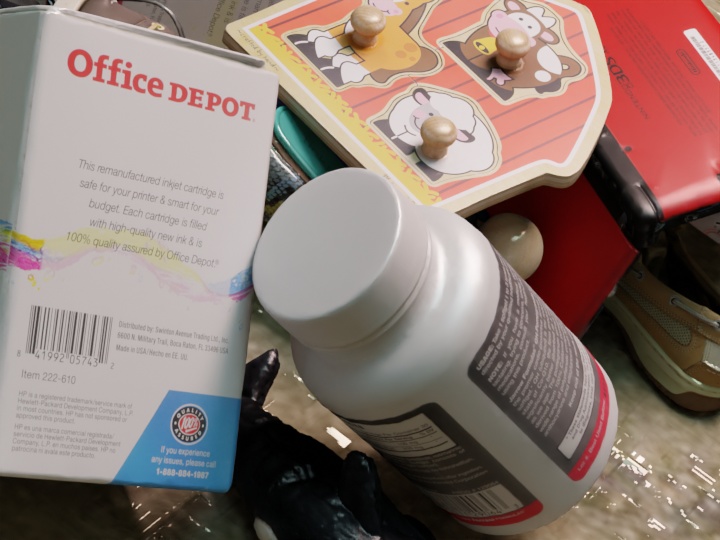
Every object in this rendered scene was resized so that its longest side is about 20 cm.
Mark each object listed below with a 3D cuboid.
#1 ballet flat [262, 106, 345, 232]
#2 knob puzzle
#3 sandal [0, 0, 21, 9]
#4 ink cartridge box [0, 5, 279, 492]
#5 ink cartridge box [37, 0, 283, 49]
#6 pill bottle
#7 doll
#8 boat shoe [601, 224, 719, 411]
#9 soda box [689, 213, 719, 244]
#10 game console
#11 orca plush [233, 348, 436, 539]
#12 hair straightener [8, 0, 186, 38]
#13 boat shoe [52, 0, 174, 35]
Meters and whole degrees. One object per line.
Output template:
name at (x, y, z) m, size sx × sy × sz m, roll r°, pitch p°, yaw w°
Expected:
ballet flat at (0.000, 0.000, 1.157) m, size 0.200 × 0.074 × 0.074 m, roll 48°, pitch 38°, yaw 0°
knob puzzle at (0.055, -0.118, 1.169) m, size 0.218 × 0.031 × 0.221 m, roll 6°, pitch 46°, yaw -7°
sandal at (-0.233, -0.148, 1.152) m, size 0.199 × 0.043 × 0.076 m, roll 20°, pitch 42°, yaw 7°
ink cartridge box at (-0.123, -0.008, 0.958) m, size 0.084 × 0.202 × 0.144 m, roll 4°, pitch -5°, yaw 44°
ink cartridge box at (-0.088, -0.203, 1.297) m, size 0.199 × 0.146 × 0.084 m, roll 9°, pitch 37°, yaw -23°
pill bottle at (0.035, 0.038, 1.021) m, size 0.200 × 0.110 × 0.111 m, roll 45°, pitch 17°, yaw -44°
doll at (0.019, -0.050, 1.209) m, size 0.200 × 0.049 × 0.136 m, roll 35°, pitch -6°, yaw 25°
boat shoe at (0.168, -0.010, 1.268) m, size 0.071 × 0.076 × 0.200 m, roll -15°, pitch 52°, yaw -41°
soda box at (0.236, -0.057, 1.315) m, size 0.068 × 0.064 × 0.200 m, roll 34°, pitch 13°, yaw 0°
game console at (0.143, -0.066, 1.240) m, size 0.171 × 0.119 × 0.201 m, roll -17°, pitch 50°, yaw -14°
orca plush at (-0.003, 0.106, 1.023) m, size 0.105 × 0.071 × 0.200 m, roll -1°, pitch 44°, yaw -33°
hair straightener at (-0.181, -0.150, 1.231) m, size 0.199 × 0.077 × 0.041 m, roll 26°, pitch 34°, yaw 1°
boat shoe at (-0.147, -0.068, 1.049) m, size 0.059 × 0.072 × 0.201 m, roll 16°, pitch 42°, yaw 3°
